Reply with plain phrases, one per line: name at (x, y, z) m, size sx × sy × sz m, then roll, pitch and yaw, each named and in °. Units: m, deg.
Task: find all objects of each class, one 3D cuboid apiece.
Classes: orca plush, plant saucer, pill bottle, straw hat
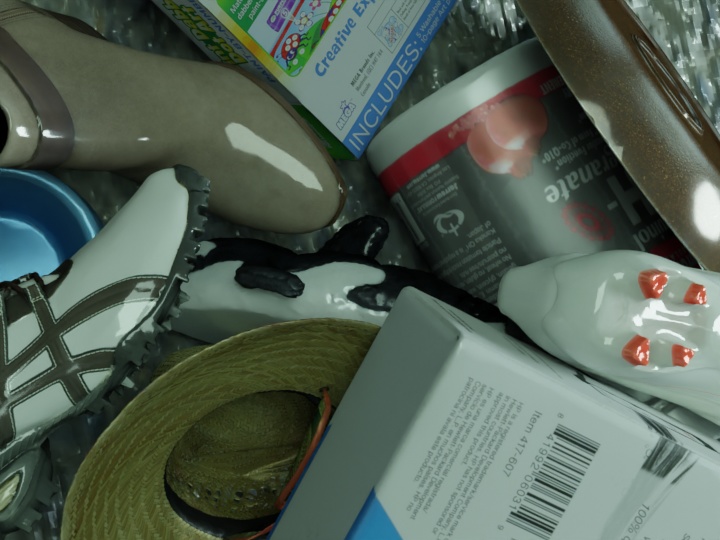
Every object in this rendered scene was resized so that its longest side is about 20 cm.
orca plush at (0.000, 0.000, 0.868) m, size 0.105 × 0.199 × 0.071 m, roll 42°, pitch 56°, yaw -47°
plant saucer at (0.131, -0.078, 0.881) m, size 0.032 × 0.200 × 0.201 m, roll -36°, pitch 88°, yaw 16°
pill bottle at (0.097, 0.000, 0.898) m, size 0.110 × 0.111 × 0.201 m, roll -30°, pitch 87°, yaw -16°
straw hat at (-0.051, 0.076, 0.858) m, size 0.200 × 0.202 × 0.085 m, roll -17°, pitch 41°, yaw -15°

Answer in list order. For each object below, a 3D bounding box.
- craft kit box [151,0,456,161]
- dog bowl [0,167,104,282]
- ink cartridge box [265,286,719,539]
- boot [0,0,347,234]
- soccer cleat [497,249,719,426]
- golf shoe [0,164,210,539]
craft kit box at (-0.023, -0.189, 0.894) m, size 0.198 × 0.048 × 0.201 m, roll 45°, pitch 68°, yaw -36°
dog bowl at (-0.199, 0.023, 0.860) m, size 0.199 × 0.050 × 0.112 m, roll -32°, pitch 87°, yaw -17°
ink cartridge box at (0.078, 0.119, 0.790) m, size 0.199 × 0.084 × 0.147 m, roll 27°, pitch 95°, yaw -20°
boot at (-0.118, -0.065, 0.833) m, size 0.199 × 0.146 × 0.071 m, roll 29°, pitch 109°, yaw 17°
soccer cleat at (0.143, 0.029, 0.816) m, size 0.199 × 0.077 × 0.070 m, roll 21°, pitch 85°, yaw -42°
golf shoe at (-0.139, 0.028, 0.774) m, size 0.094 × 0.078 × 0.200 m, roll 36°, pitch 82°, yaw -11°
